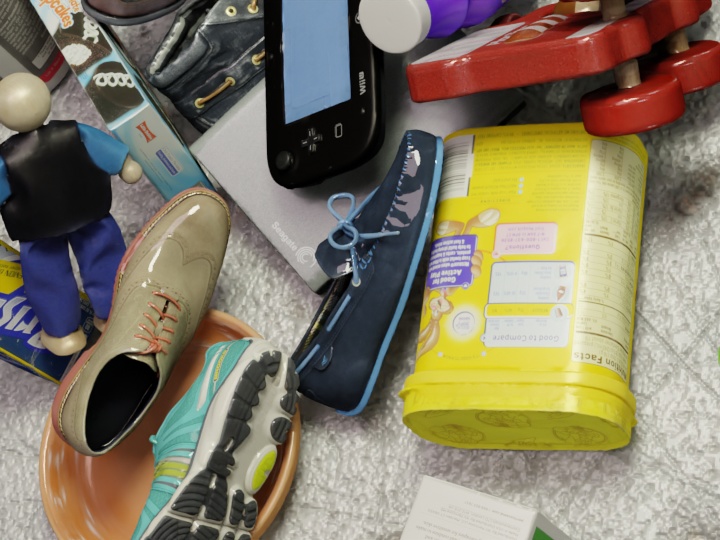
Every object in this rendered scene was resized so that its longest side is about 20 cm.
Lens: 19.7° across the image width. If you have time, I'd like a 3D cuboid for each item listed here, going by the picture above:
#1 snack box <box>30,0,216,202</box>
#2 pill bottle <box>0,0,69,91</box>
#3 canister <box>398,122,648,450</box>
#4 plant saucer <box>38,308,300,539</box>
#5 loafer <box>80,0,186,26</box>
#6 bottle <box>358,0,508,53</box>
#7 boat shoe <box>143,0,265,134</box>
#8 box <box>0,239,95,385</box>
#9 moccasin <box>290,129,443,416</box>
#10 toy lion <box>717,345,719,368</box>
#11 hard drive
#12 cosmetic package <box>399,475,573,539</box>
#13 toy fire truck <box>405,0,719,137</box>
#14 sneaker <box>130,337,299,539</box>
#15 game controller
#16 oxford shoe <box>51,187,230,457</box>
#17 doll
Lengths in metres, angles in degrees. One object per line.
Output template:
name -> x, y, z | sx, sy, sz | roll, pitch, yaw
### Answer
snack box -> -0.180, -0.140, 1.507 | 0.037, 0.116, 0.200 | -34, 53, 0
pill bottle -> -0.303, -0.210, 1.555 | 0.110, 0.200, 0.111 | -8, 66, 19
canister -> 0.112, 0.009, 1.355 | 0.148, 0.087, 0.201 | -1, 68, 23
plant saucer -> -0.130, 0.125, 1.442 | 0.199, 0.037, 0.201 | -9, 66, 21
loafer -> -0.136, -0.243, 1.511 | 0.072, 0.063, 0.200 | 28, 40, 16
bottle -> 0.066, -0.207, 1.404 | 0.065, 0.084, 0.200 | -14, 21, 38
boat shoe -> -0.064, -0.185, 1.493 | 0.200, 0.091, 0.071 | -50, 31, -1
box -> -0.274, 0.008, 1.453 | 0.064, 0.200, 0.070 | 18, 77, 42
moccasin -> 0.000, 0.000, 1.369 | 0.068, 0.080, 0.201 | 18, 102, -4
toy lion -> 0.310, 0.013, 1.286 | 0.191, 0.069, 0.201 | -23, 62, 23
hard drive -> -0.003, -0.100, 1.456 | 0.200, 0.033, 0.140 | -43, 79, 3
cosmetic package -> 0.054, 0.241, 1.276 | 0.084, 0.108, 0.201 | 14, 78, 26
toy fire truck -> 0.140, -0.157, 1.360 | 0.167, 0.200, 0.113 | -4, 108, 32
sneaker -> -0.107, 0.137, 1.377 | 0.079, 0.077, 0.201 | 13, 71, 49
game controller -> -0.025, -0.157, 1.412 | 0.104, 0.042, 0.201 | -23, 64, 48
oxford shoe -> -0.138, 0.039, 1.405 | 0.201, 0.070, 0.075 | -64, 21, 0
doll -> -0.212, -0.040, 1.411 | 0.136, 0.201, 0.048 | -18, 30, -13
